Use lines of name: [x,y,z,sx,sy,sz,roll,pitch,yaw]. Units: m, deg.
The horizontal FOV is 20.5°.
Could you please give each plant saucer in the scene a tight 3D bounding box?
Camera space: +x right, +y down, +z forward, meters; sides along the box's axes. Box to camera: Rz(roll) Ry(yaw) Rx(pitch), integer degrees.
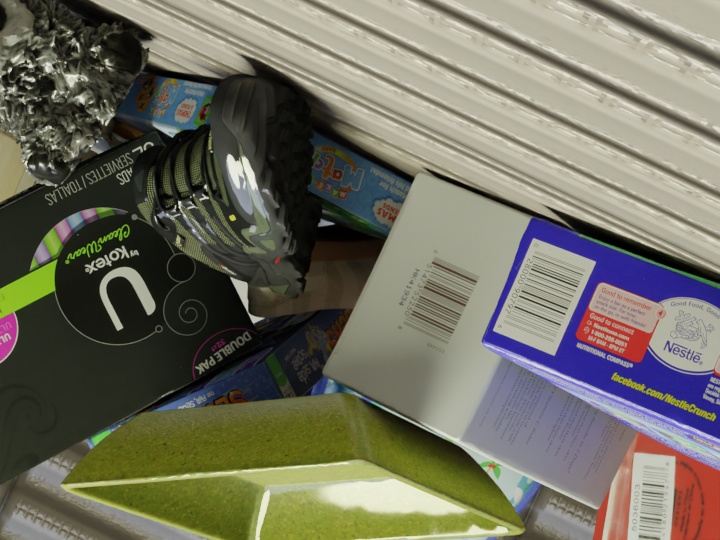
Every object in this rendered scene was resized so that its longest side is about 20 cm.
plant saucer: [-0.033,0.114,1.126,0.198,0.048,0.200,-8,160,29]

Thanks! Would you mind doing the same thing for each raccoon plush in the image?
raccoon plush: [-0.200,-0.120,1.099,0.134,0.097,0.200,34,175,-13]

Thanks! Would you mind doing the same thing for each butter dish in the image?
butter dish: [0.251,0.154,1.252,0.147,0.202,0.199,7,-176,-29]

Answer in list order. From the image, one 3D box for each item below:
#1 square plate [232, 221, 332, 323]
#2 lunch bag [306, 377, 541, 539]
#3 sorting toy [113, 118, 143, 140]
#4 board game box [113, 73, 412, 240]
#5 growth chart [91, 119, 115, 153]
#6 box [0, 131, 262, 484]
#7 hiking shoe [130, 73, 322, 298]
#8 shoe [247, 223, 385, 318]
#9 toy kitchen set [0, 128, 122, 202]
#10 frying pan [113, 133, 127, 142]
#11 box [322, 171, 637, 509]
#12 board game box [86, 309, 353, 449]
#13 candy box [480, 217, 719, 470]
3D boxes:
square plate: [-0.060,0.027,1.453,0.197,0.201,0.028,28,-165,-28]
lunch bag: [0.059,0.089,1.424,0.169,0.201,0.127,26,177,-27]
sorting toy: [-0.208,-0.134,1.368,0.184,0.037,0.200,23,176,38]
board game box: [-0.055,-0.069,1.203,0.151,0.037,0.200,27,178,-25]
growth chart: [-0.208,-0.106,1.356,0.144,0.018,0.200,29,175,10]
box: [-0.185,0.024,1.225,0.149,0.199,0.124,63,172,-6]
hiking shoe: [-0.077,-0.041,1.048,0.100,0.076,0.200,8,156,6]
shoe: [0.000,0.000,1.266,0.070,0.054,0.199,12,-171,43]
toy kitchen set: [-0.239,-0.003,1.504,0.162,0.201,0.180,26,-171,10]
frying pan: [-0.212,-0.125,1.608,0.189,0.031,0.115,18,173,44]
box: [0.086,0.043,1.122,0.097,0.125,0.200,24,176,33]
board game box: [-0.073,0.065,1.269,0.035,0.135,0.200,63,-156,-6]
candy box: [0.181,0.057,1.020,0.168,0.077,0.200,23,175,32]
